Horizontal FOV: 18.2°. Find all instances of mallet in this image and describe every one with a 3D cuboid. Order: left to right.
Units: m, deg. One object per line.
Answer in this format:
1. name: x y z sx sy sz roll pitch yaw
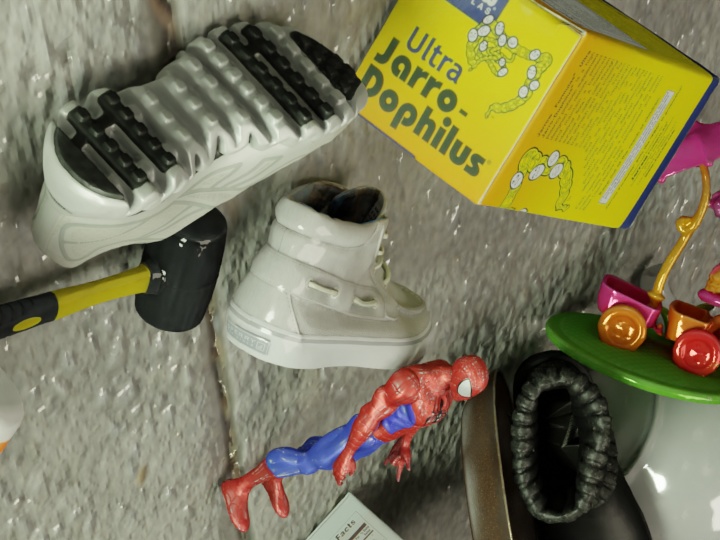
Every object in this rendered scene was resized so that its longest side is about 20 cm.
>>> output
1. mallet: -0.144 0.008 1.103 0.199 0.041 0.066 -11 133 -48

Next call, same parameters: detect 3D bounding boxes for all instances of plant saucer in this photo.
1. plant saucer: 0.099 0.170 1.574 0.032 0.202 0.200 -10 153 9

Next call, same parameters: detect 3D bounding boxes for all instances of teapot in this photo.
1. teapot: 0.213 0.136 1.712 0.145 0.201 0.197 25 130 -28

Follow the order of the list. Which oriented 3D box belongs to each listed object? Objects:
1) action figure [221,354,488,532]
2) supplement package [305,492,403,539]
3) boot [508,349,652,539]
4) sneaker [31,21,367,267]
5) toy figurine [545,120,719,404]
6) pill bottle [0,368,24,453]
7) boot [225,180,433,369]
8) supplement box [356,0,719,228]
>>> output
1. action figure: 0.003 0.100 1.339 0.200 0.052 0.065 -37 161 35
2. supplement package: 0.029 0.289 1.538 0.151 0.200 0.152 -47 153 -9
3. boot: 0.153 0.160 1.564 0.079 0.212 0.158 -21 -175 3
4. sneaker: -0.080 -0.061 1.090 0.199 0.075 0.081 -25 157 -40
5. toy figurine: 0.251 -0.012 1.573 0.150 0.199 0.185 -50 158 -74
6. pill bottle: -0.244 0.110 0.973 0.201 0.114 0.114 -55 154 6
7. boot: 0.000 0.000 1.283 0.200 0.073 0.096 -4 119 -65
8. supplement box: 0.100 -0.102 1.273 0.200 0.109 0.110 7 118 -60
